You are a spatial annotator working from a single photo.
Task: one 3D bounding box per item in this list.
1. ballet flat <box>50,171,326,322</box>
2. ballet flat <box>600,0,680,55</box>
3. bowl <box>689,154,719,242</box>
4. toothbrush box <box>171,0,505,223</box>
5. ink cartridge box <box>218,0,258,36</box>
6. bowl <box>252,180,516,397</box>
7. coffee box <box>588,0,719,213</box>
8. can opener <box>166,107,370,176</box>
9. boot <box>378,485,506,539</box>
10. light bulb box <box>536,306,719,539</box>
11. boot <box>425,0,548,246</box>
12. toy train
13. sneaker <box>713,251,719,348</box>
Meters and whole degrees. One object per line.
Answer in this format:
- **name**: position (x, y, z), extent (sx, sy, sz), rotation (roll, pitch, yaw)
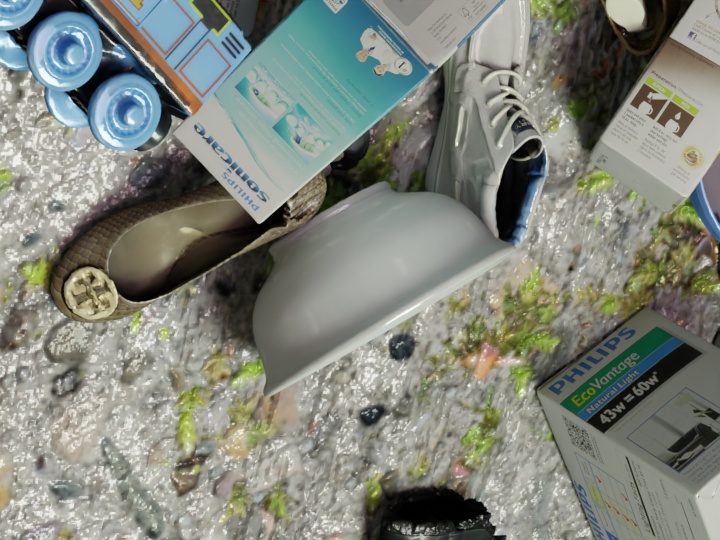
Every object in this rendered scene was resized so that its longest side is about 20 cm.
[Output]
- **ballet flat**: position (-0.114, -0.019, 1.322), extent (0.200, 0.046, 0.067), rotation (-24, 114, 1)
- **ballet flat**: position (0.179, -0.233, 1.419), extent (0.068, 0.072, 0.200), rotation (-8, 132, 21)
- **bowl**: position (0.344, -0.097, 1.580), extent (0.200, 0.039, 0.201), rotation (-3, 97, -21)
- **toothbrush box**: position (-0.004, -0.136, 1.225), extent (0.085, 0.200, 0.146), rotation (46, 49, -4)
- **ink cartridge box**: position (-0.155, -0.226, 1.203), extent (0.200, 0.084, 0.145), rotation (0, 113, -33)
- **bowl**: position (0.000, 0.000, 1.375), extent (0.201, 0.201, 0.090), rotation (-29, 86, -18)
- **coffee box**: position (0.258, -0.149, 1.470), extent (0.080, 0.114, 0.200), rotation (34, 88, 4)
- **can opener**: position (-0.075, -0.110, 1.337), extent (0.200, 0.079, 0.063), rotation (10, 145, -33)
- **boot**: position (0.020, 0.260, 1.554), extent (0.198, 0.073, 0.163), rotation (-6, 117, -38)
- **light bulb box**: position (0.269, 0.167, 1.589), extent (0.125, 0.200, 0.198), rotation (-36, 126, -16)
- **boot**: position (0.103, -0.116, 1.415), extent (0.073, 0.096, 0.200), rotation (-7, 115, -30)
- **toy train**: position (-0.158, -0.155, 1.134), extent (0.114, 0.087, 0.200), rotation (-50, 128, -11)
- **sneaker**: position (0.347, 0.032, 1.649), extent (0.077, 0.085, 0.200), rotation (-14, 118, -27)
